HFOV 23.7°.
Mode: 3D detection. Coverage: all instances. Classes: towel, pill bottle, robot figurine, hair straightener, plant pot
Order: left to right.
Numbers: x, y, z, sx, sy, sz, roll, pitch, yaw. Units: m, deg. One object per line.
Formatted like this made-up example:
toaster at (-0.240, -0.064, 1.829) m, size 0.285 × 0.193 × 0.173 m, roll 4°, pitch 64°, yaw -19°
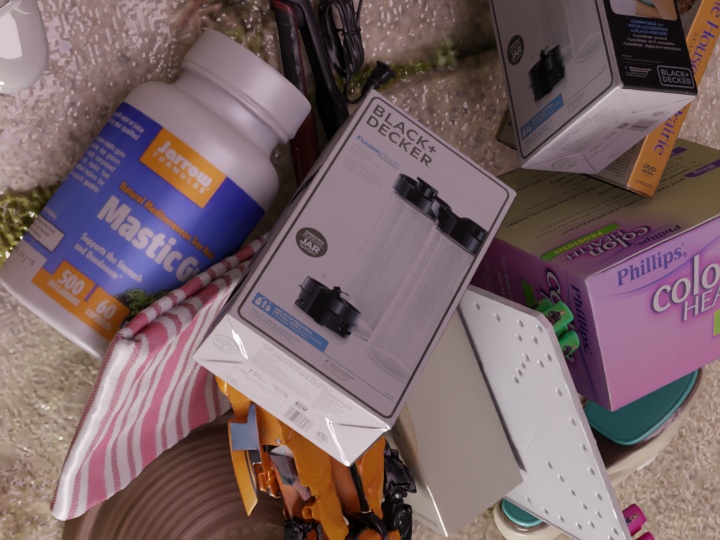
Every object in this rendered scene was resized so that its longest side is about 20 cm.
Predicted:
pill bottle at (-0.120, -0.044, 1.048) m, size 0.112 × 0.112 × 0.201 m, roll 38°, pitch 86°, yaw -30°
towel at (-0.104, 0.059, 1.046) m, size 0.200 × 0.030 × 0.147 m, roll -36°, pitch 155°, yaw -51°
plant pot at (-0.091, 0.196, 1.141) m, size 0.199 × 0.093 × 0.203 m, roll -8°, pitch 108°, yaw -26°
robot figurine at (-0.026, 0.127, 1.077) m, size 0.145 × 0.058 × 0.202 m, roll -38°, pitch 121°, yaw -49°
hair straightener at (-0.018, -0.133, 1.124) m, size 0.076 × 0.041 × 0.202 m, roll -18°, pitch 107°, yaw -22°

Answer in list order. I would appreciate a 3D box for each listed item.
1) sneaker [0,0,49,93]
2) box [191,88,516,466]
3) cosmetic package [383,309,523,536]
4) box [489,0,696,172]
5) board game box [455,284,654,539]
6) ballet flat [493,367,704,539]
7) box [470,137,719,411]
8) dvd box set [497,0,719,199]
sneaker at (-0.236, -0.180, 0.966) m, size 0.073 × 0.085 × 0.201 m, roll -39°, pitch 119°, yaw -15°
box at (0.000, 0.000, 1.016) m, size 0.116 × 0.060 × 0.201 m, roll 36°, pitch 52°, yaw -4°
cosmetic package at (0.026, 0.068, 1.159) m, size 0.073 × 0.103 × 0.201 m, roll -32°, pitch 115°, yaw -21°
box at (0.136, -0.177, 1.083) m, size 0.060 × 0.117 × 0.202 m, roll 2°, pitch 68°, yaw -27°
board game box at (0.104, 0.086, 1.148) m, size 0.026 × 0.200 × 0.201 m, roll -32°, pitch 116°, yaw -20°
ballet flat at (0.181, 0.138, 1.290) m, size 0.200 × 0.069 × 0.070 m, roll -37°, pitch 118°, yaw -12°
box at (0.176, -0.010, 1.160) m, size 0.175 × 0.200 × 0.097 m, roll -24°, pitch 113°, yaw -21°
dvd box set at (0.179, -0.160, 1.151) m, size 0.029 × 0.146 × 0.201 m, roll 19°, pitch 94°, yaw -36°
